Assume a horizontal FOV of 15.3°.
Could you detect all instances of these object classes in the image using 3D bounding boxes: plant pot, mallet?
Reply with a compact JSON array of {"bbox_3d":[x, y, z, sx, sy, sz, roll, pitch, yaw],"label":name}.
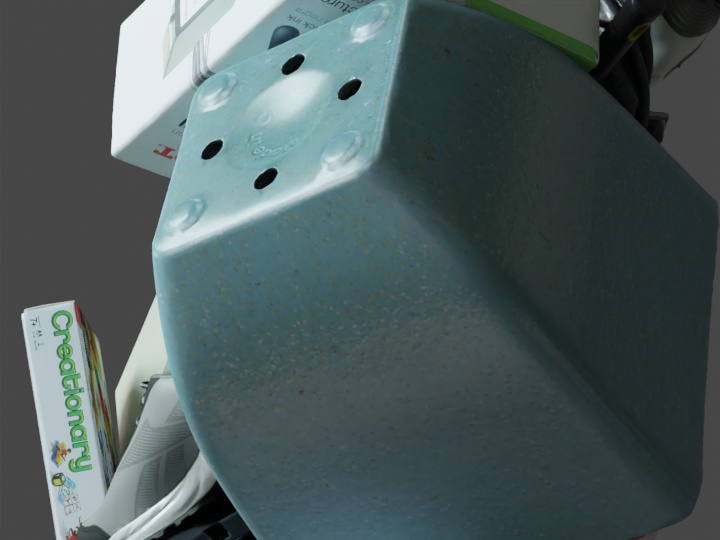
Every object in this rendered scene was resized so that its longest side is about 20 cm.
[{"bbox_3d":[0.018,0.001,1.160,0.195,0.200,0.197,-22,37,29],"label":"plant pot"},{"bbox_3d":[0.077,-0.063,1.256,0.041,0.065,0.200,61,147,21],"label":"mallet"}]

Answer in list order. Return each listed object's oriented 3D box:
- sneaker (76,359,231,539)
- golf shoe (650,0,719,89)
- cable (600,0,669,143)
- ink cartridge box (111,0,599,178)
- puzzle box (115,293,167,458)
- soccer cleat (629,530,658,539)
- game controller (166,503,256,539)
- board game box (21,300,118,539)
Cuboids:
[{"bbox_3d":[-0.091,0.089,1.424,0.074,0.080,0.200,-21,-18,-51],"label":"sneaker"},{"bbox_3d":[0.131,-0.168,1.380,0.095,0.077,0.201,-59,23,28],"label":"golf shoe"},{"bbox_3d":[0.090,-0.084,1.350,0.200,0.050,0.164,129,127,-62],"label":"cable"},{"bbox_3d":[-0.005,-0.106,1.244,0.200,0.145,0.085,-37,42,46],"label":"ink cartridge box"},{"bbox_3d":[-0.107,0.074,1.583,0.200,0.025,0.134,-104,36,-59],"label":"puzzle box"},{"bbox_3d":[0.065,0.114,1.221,0.200,0.085,0.069,-37,34,53],"label":"soccer cleat"},{"bbox_3d":[-0.076,0.160,1.430,0.199,0.042,0.105,-27,-25,-35],"label":"game controller"},{"bbox_3d":[-0.158,0.128,1.557,0.126,0.034,0.202,88,172,-79],"label":"board game box"}]
